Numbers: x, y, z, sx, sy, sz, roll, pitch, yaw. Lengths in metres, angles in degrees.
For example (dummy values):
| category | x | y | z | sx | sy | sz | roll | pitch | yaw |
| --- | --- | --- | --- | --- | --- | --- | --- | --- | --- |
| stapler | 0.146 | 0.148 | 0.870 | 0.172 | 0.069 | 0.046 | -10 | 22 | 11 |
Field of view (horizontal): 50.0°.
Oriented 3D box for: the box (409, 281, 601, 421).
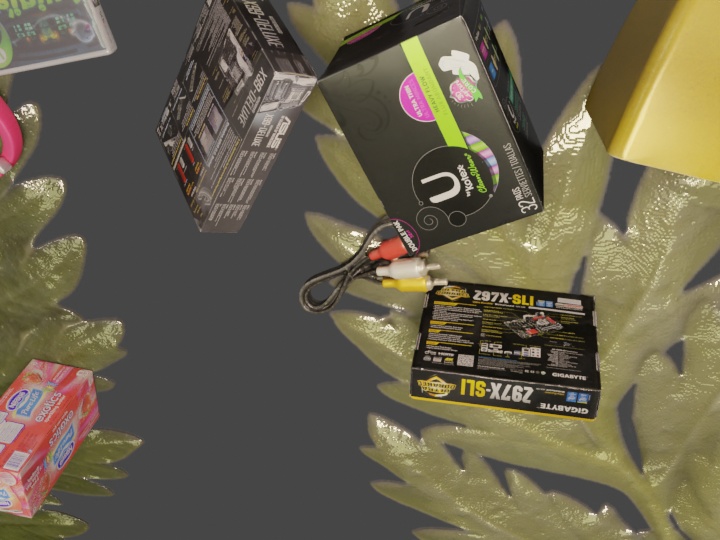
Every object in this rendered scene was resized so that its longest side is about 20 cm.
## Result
| category | x | y | z | sx | sy | sz | roll | pitch | yaw |
| --- | --- | --- | --- | --- | --- | --- | --- | --- | --- |
| box | 0.162 | 0.083 | 0.860 | 0.197 | 0.160 | 0.050 | 5 | 125 | 9 |

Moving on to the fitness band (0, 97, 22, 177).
| category | x | y | z | sx | sy | sz | roll | pitch | yaw |
| --- | --- | --- | --- | --- | --- | --- | --- | --- | --- |
| fitness band | -0.490 | -0.161 | 0.920 | 0.198 | 0.038 | 0.144 | -20 | 119 | 33 |

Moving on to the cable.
| category | x | y | z | sx | sy | sz | roll | pitch | yaw |
| --- | --- | --- | --- | --- | --- | --- | --- | --- | --- |
| cable | 0.000 | 0.000 | 0.909 | 0.198 | 0.051 | 0.098 | -18 | 117 | 23 |

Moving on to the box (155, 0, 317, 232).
| category | x | y | z | sx | sy | sz | roll | pitch | yaw |
| --- | --- | --- | --- | --- | --- | --- | --- | --- | --- |
| box | -0.132 | -0.163 | 0.771 | 0.049 | 0.158 | 0.201 | -1 | 138 | -39 |

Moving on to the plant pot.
| category | x | y | z | sx | sy | sz | roll | pitch | yaw |
| --- | --- | --- | --- | --- | --- | --- | --- | --- | --- |
| plant pot | 0.315 | -0.180 | 0.631 | 0.197 | 0.200 | 0.178 | 14 | 115 | 4 |

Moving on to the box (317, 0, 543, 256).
| category | x | y | z | sx | sy | sz | roll | pitch | yaw |
| --- | --- | --- | --- | --- | --- | --- | --- | --- | --- |
| box | 0.076 | -0.145 | 0.747 | 0.147 | 0.125 | 0.201 | -19 | 119 | 24 |

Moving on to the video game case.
| category | x | y | z | sx | sy | sz | roll | pitch | yaw |
| --- | --- | --- | --- | --- | --- | --- | --- | --- | --- |
| video game case | -0.378 | -0.303 | 0.815 | 0.197 | 0.023 | 0.183 | -5 | 123 | 17 |

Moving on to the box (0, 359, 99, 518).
| category | x | y | z | sx | sy | sz | roll | pitch | yaw |
| --- | --- | --- | --- | --- | --- | --- | --- | --- | --- |
| box | -0.464 | 0.231 | 1.091 | 0.101 | 0.201 | 0.096 | 10 | 126 | 6 |
